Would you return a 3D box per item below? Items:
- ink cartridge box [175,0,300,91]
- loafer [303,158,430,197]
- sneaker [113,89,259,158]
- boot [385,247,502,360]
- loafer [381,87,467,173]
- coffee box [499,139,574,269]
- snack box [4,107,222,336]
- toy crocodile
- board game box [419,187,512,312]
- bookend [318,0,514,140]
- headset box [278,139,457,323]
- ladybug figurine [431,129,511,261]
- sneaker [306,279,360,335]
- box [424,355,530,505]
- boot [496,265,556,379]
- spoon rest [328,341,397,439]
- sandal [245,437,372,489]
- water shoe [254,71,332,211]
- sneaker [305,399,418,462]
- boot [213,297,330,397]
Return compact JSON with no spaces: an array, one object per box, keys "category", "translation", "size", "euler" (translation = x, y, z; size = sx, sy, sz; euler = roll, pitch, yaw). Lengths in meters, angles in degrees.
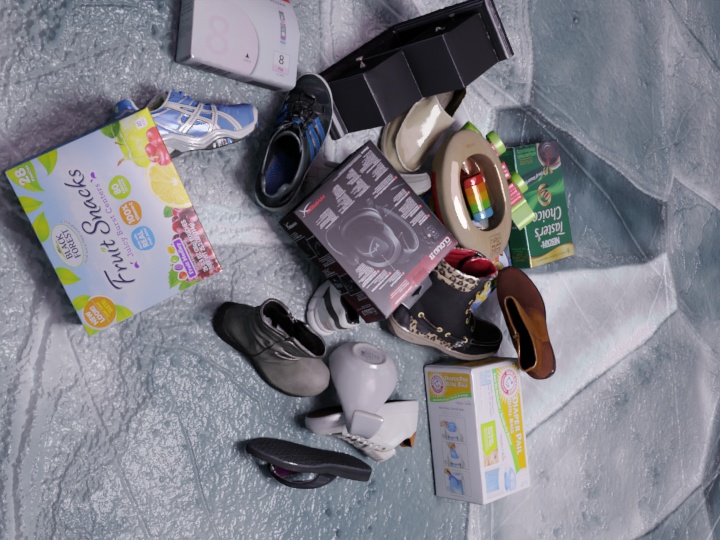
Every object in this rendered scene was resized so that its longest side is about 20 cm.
[{"category":"ink cartridge box","translation":[-0.150,-0.346,1.230],"size":[0.161,0.057,0.202],"euler":[8,88,-40]},{"category":"loafer","translation":[0.012,-0.131,1.336],"size":[0.198,0.070,0.071],"euler":[-6,94,-32]},{"category":"sneaker","translation":[-0.206,-0.182,1.157],"size":[0.199,0.075,0.078],"euler":[-21,106,-40]},{"category":"boot","translation":[0.151,0.048,1.392],"size":[0.198,0.151,0.074],"euler":[16,37,-24]},{"category":"loafer","translation":[0.096,-0.225,1.420],"size":[0.076,0.068,0.201],"euler":[42,63,-31]},{"category":"coffee box","translation":[0.292,-0.111,1.599],"size":[0.122,0.044,0.202],"euler":[-13,97,-39]},{"category":"snack box","translation":[-0.272,-0.055,1.069],"size":[0.167,0.068,0.202],"euler":[-26,105,-13]},{"category":"toy crocodile","translation":[0.213,-0.149,1.502],"size":[0.067,0.062,0.201],"euler":[-33,109,2]},{"category":"board game box","translation":[0.152,-0.047,1.484],"size":[0.135,0.034,0.201],"euler":[-42,114,-33]},{"category":"bookend","translation":[0.067,-0.275,1.313],"size":[0.200,0.198,0.093],"euler":[-40,113,-32]},{"category":"headset box","translation":[0.017,-0.041,1.249],"size":[0.149,0.077,0.200],"euler":[-45,100,-21]},{"category":"ladybug figurine","translation":[0.159,-0.106,1.421],"size":[0.135,0.072,0.202],"euler":[-21,101,-37]},{"category":"sneaker","translation":[0.000,0.000,1.326],"size":[0.073,0.080,0.202],"euler":[35,66,-32]},{"category":"box","translation":[0.176,0.235,1.451],"size":[0.112,0.101,0.202],"euler":[-8,93,-40]},{"category":"boot","translation":[0.225,0.066,1.401],"size":[0.200,0.068,0.190],"euler":[30,48,-67]},{"category":"spoon rest","translation":[0.002,0.158,1.275],"size":[0.098,0.200,0.061],"euler":[17,115,-7]},{"category":"sandal","translation":[-0.067,0.264,1.267],"size":[0.199,0.075,0.048],"euler":[20,93,-38]},{"category":"water shoe","translation":[-0.081,-0.174,1.249],"size":[0.071,0.079,0.202],"euler":[17,75,-3]},{"category":"sneaker","translation":[0.009,0.226,1.328],"size":[0.199,0.072,0.086],"euler":[2,84,-42]},{"category":"boot","translation":[-0.085,0.105,1.214],"size":[0.200,0.130,0.068],"euler":[40,64,-32]}]
